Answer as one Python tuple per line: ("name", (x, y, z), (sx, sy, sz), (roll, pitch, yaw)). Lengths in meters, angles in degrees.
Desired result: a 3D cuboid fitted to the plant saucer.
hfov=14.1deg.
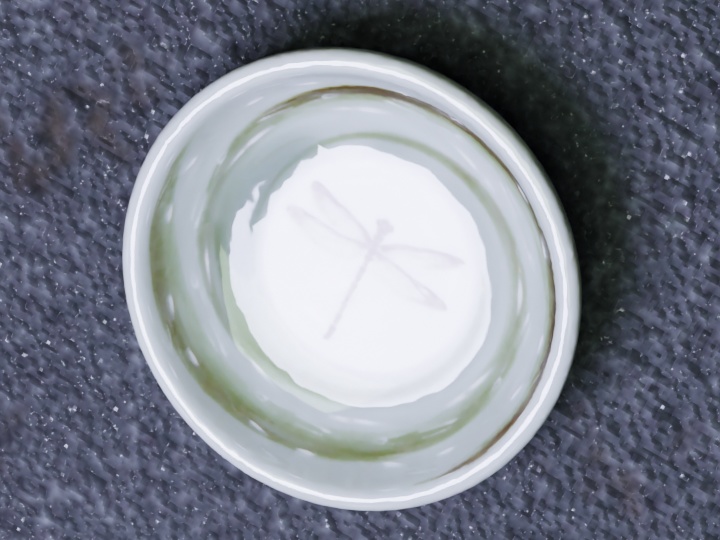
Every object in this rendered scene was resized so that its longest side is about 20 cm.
("plant saucer", (0.000, 0.000, 1.225), (0.199, 0.050, 0.202), (6, 109, 17))
